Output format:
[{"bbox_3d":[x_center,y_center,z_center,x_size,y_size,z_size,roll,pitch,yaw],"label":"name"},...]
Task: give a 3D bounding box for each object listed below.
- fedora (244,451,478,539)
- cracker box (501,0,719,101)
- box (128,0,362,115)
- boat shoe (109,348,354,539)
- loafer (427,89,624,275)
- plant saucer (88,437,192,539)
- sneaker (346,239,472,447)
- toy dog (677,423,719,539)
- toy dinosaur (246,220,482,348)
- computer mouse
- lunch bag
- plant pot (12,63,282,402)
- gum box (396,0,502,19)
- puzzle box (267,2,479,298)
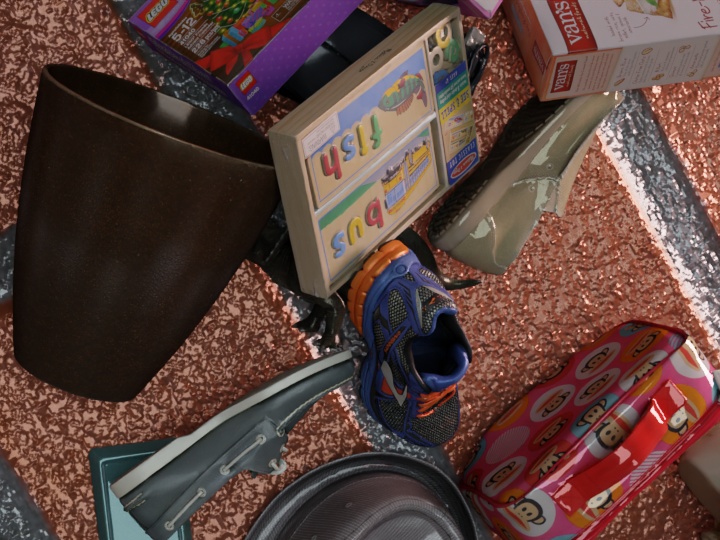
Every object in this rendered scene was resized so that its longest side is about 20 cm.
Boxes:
[{"bbox_3d":[0.005,0.232,1.132,0.200,0.090,0.177,-37,97,-9],"label":"fedora"},{"bbox_3d":[0.214,-0.207,1.158,0.200,0.058,0.134,-10,57,-11],"label":"cracker box"},{"bbox_3d":[-0.057,-0.216,1.098,0.200,0.137,0.039,-48,137,-8],"label":"box"},{"bbox_3d":[-0.083,0.126,1.107,0.200,0.073,0.062,-32,90,-4],"label":"boat shoe"},{"bbox_3d":[0.135,-0.075,1.169,0.200,0.076,0.068,-46,108,-10],"label":"loafer"},{"bbox_3d":[-0.157,0.228,1.137,0.070,0.019,0.200,-7,93,-11],"label":"plant saucer"},{"bbox_3d":[0.043,0.070,1.106,0.075,0.078,0.200,-40,142,-18],"label":"sneaker"},{"bbox_3d":[0.363,0.159,1.199,0.200,0.140,0.194,-23,58,-9],"label":"toy dog"},{"bbox_3d":[0.000,0.000,1.139,0.200,0.077,0.102,0,104,-8],"label":"toy dinosaur"},{"bbox_3d":[-0.006,-0.158,1.148,0.200,0.053,0.139,28,86,-11],"label":"computer mouse"},{"bbox_3d":[0.174,0.123,1.123,0.200,0.176,0.082,-42,98,-8],"label":"lunch bag"},{"bbox_3d":[-0.166,-0.017,1.065,0.187,0.187,0.200,20,101,-11],"label":"plant pot"},{"bbox_3d":[0.092,-0.281,1.128,0.066,0.113,0.200,37,83,-32],"label":"gum box"},{"bbox_3d":[0.015,-0.086,1.075,0.200,0.025,0.133,-43,136,-38],"label":"puzzle box"}]
